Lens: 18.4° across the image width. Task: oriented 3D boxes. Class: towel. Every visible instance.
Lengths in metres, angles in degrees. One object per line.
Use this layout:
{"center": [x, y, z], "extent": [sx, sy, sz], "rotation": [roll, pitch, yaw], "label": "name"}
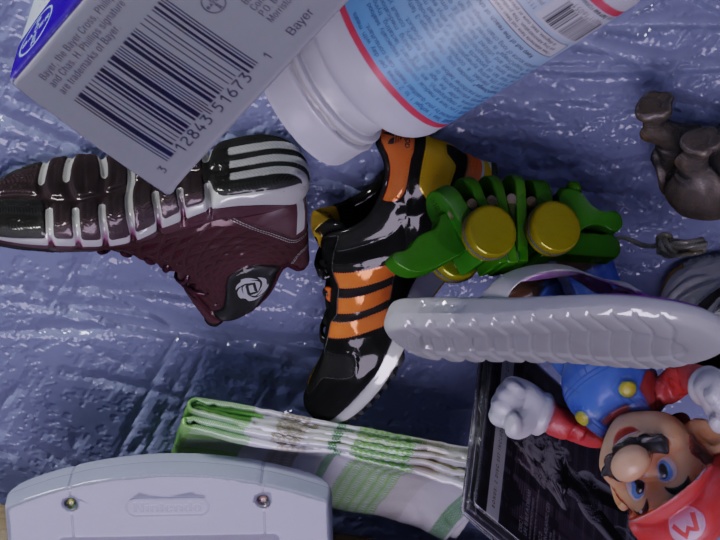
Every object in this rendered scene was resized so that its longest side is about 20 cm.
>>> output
{"center": [-0.021, 0.131, 1.402], "extent": [0.199, 0.031, 0.149], "rotation": [11, 157, -6], "label": "towel"}

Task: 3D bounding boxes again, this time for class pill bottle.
{"center": [0.045, -0.141, 1.191], "extent": [0.200, 0.109, 0.109], "rotation": [-32, 120, 22], "label": "pill bottle"}

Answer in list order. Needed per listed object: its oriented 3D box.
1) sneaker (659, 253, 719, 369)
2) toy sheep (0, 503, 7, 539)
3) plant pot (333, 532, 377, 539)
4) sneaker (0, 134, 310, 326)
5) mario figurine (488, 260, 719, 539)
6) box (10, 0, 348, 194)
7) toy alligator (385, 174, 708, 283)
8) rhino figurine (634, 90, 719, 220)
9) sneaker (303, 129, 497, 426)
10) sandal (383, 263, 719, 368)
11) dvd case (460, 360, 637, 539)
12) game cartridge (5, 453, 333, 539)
{"center": [0.281, 0.029, 1.325], "extent": [0.199, 0.088, 0.076], "rotation": [-13, 124, 9], "label": "sneaker"}
{"center": [-0.204, 0.237, 1.465], "extent": [0.137, 0.138, 0.200], "rotation": [-16, 119, 13], "label": "toy sheep"}
{"center": [0.015, 0.255, 1.462], "extent": [0.200, 0.187, 0.187], "rotation": [29, 124, -2], "label": "plant pot"}
{"center": [-0.123, -0.009, 1.317], "extent": [0.199, 0.076, 0.116], "rotation": [-6, 129, 5], "label": "sneaker"}
{"center": [0.148, 0.074, 1.289], "extent": [0.106, 0.200, 0.124], "rotation": [-20, 159, -25], "label": "mario figurine"}
{"center": [-0.072, -0.176, 1.111], "extent": [0.105, 0.200, 0.184], "rotation": [34, 120, -20], "label": "box"}
{"center": [0.104, -0.029, 1.257], "extent": [0.199, 0.054, 0.059], "rotation": [-4, 167, -22], "label": "toy alligator"}
{"center": [0.260, -0.074, 1.264], "extent": [0.199, 0.060, 0.088], "rotation": [-9, 145, 7], "label": "rhino figurine"}
{"center": [0.000, 0.000, 1.326], "extent": [0.090, 0.070, 0.200], "rotation": [26, 117, -13], "label": "sneaker"}
{"center": [0.108, 0.019, 1.247], "extent": [0.202, 0.050, 0.082], "rotation": [0, 158, 22], "label": "sandal"}
{"center": [0.138, 0.148, 1.378], "extent": [0.016, 0.149, 0.200], "rotation": [-32, 120, 32], "label": "dvd case"}
{"center": [-0.115, 0.179, 1.363], "extent": [0.199, 0.041, 0.134], "rotation": [-1, 113, 1], "label": "game cartridge"}
